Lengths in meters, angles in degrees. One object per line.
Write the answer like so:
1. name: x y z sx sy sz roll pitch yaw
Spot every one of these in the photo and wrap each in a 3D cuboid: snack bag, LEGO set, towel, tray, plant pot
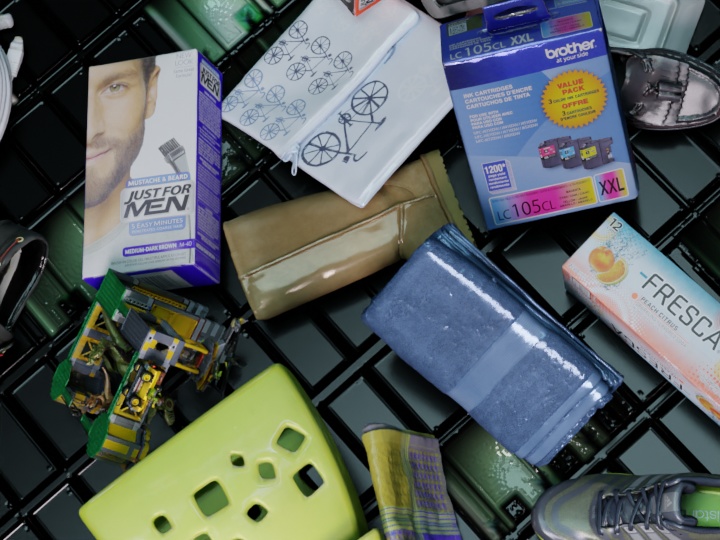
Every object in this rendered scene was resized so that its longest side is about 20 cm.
1. snack bag: -0.006 -0.161 1.792 0.189 0.021 0.200 -47 54 -9
2. LEGO set: -0.166 0.092 1.699 0.115 0.200 0.155 22 90 -26
3. towel: 0.105 0.062 1.664 0.200 0.049 0.112 40 116 -5
4. towel: 0.055 0.218 1.621 0.023 0.144 0.201 -20 71 18
5. tray: 0.194 -0.227 1.810 0.199 0.022 0.108 18 77 14
6. plant pot: -0.081 0.214 1.620 0.199 0.200 0.182 -36 76 -4

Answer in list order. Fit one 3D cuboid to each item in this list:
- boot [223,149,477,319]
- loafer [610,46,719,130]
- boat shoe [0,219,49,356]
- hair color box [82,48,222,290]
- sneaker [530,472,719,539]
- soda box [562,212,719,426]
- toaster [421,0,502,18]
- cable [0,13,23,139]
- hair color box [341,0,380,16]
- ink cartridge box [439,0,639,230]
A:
1. boot: 0.000 0.000 1.746 0.199 0.066 0.176 -21 58 1
2. loafer: 0.215 -0.161 1.753 0.199 0.063 0.072 15 104 15
3. boat shoe: -0.335 0.049 1.774 0.063 0.074 0.202 15 70 22
4. hair color box: -0.181 -0.085 1.792 0.109 0.065 0.201 -8 69 18
5. sneaker: 0.235 0.188 1.635 0.199 0.081 0.074 -5 71 7
6. soda box: 0.259 0.046 1.688 0.068 0.064 0.200 -45 72 -7
7. toaster: 0.095 -0.318 1.702 0.118 0.200 0.182 -28 100 -15
8. cable: -0.415 -0.155 1.856 0.199 0.069 0.201 2 72 9
9. hair color box: 0.043 -0.325 1.825 0.200 0.061 0.102 -36 70 -16
10. ink cartridge box: 0.145 -0.146 1.692 0.136 0.201 0.077 -13 32 8
